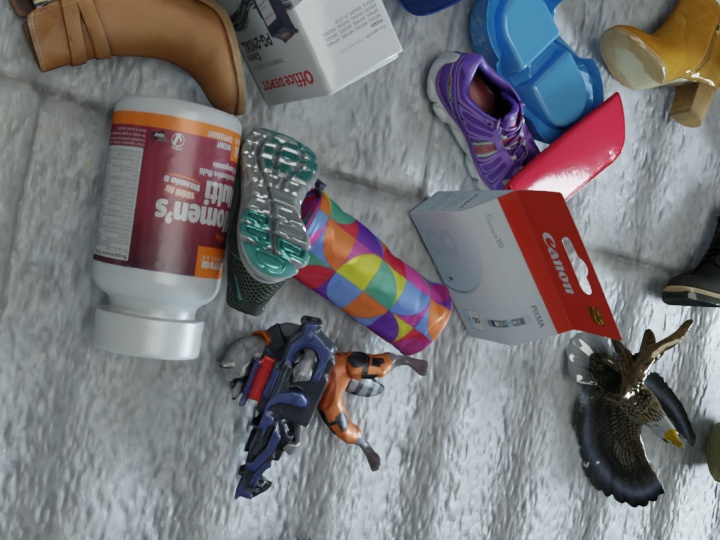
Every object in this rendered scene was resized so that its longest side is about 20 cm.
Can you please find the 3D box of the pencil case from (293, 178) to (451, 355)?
[{"bbox_3d":[0.000,0.000,0.837,0.199,0.088,0.089,39,77,-26],"label":"pencil case"}]

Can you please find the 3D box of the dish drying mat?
[{"bbox_3d":[0.224,-0.111,0.929,0.199,0.018,0.078,-37,129,-27],"label":"dish drying mat"}]

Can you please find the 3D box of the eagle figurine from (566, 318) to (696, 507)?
[{"bbox_3d":[0.330,0.169,1.032,0.148,0.154,0.202,-9,139,11],"label":"eagle figurine"}]

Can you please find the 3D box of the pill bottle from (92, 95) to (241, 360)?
[{"bbox_3d":[-0.165,-0.034,0.724,0.107,0.109,0.206,8,91,-29],"label":"pill bottle"}]

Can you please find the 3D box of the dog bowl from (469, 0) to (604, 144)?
[{"bbox_3d":[0.188,-0.226,0.938,0.111,0.049,0.202,-43,113,-19],"label":"dog bowl"}]

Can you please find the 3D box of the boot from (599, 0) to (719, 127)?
[{"bbox_3d":[0.368,-0.280,1.030,0.199,0.070,0.147,29,75,-32],"label":"boot"}]

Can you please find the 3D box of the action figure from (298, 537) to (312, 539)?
[{"bbox_3d":[-0.092,0.337,0.827,0.196,0.069,0.134,-12,92,-32],"label":"action figure"}]

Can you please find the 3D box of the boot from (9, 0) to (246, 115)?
[{"bbox_3d":[-0.193,-0.195,0.717,0.153,0.073,0.203,-32,97,-24],"label":"boot"}]

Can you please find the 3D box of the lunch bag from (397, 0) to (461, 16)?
[{"bbox_3d":[0.086,-0.331,0.792,0.137,0.198,0.133,52,53,-20],"label":"lunch bag"}]

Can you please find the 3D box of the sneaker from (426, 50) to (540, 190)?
[{"bbox_3d":[0.145,-0.141,0.902,0.200,0.083,0.081,46,74,-27],"label":"sneaker"}]

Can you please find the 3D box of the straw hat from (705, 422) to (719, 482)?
[{"bbox_3d":[0.506,0.241,1.143,0.198,0.084,0.207,3,85,-39],"label":"straw hat"}]

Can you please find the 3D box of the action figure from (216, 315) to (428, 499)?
[{"bbox_3d":[-0.055,0.125,0.832,0.190,0.105,0.202,24,110,-22],"label":"action figure"}]

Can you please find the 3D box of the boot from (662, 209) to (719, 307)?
[{"bbox_3d":[0.450,-0.023,1.099,0.197,0.076,0.142,2,90,-43],"label":"boot"}]

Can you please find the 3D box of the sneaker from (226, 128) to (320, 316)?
[{"bbox_3d":[-0.086,-0.045,0.754,0.076,0.202,0.092,21,129,-13],"label":"sneaker"}]

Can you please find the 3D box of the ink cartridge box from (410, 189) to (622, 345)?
[{"bbox_3d":[0.147,0.002,0.851,0.047,0.199,0.162,-35,110,-21],"label":"ink cartridge box"}]

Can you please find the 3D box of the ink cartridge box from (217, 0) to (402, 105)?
[{"bbox_3d":[-0.065,-0.252,0.738,0.084,0.144,0.203,-33,109,-20],"label":"ink cartridge box"}]
